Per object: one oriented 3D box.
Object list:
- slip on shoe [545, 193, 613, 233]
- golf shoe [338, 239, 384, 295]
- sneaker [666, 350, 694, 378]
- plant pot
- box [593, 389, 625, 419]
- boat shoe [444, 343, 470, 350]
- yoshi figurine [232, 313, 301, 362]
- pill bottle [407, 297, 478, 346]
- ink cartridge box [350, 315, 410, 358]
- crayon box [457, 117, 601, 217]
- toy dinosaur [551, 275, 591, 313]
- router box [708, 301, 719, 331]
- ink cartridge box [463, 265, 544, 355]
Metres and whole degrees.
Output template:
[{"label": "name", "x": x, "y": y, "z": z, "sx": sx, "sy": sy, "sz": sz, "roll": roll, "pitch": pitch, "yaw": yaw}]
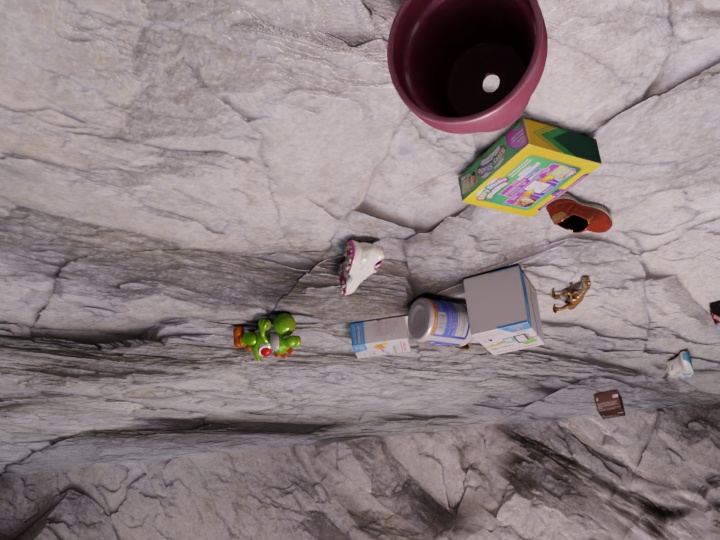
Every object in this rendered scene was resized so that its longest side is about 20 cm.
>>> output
[{"label": "slip on shoe", "x": 0.453, "y": -0.104, "z": 1.538, "sx": 0.196, "sy": 0.063, "sz": 0.073, "roll": 14, "pitch": 148, "yaw": -39}, {"label": "golf shoe", "x": 0.000, "y": 0.000, "z": 1.654, "sx": 0.089, "sy": 0.077, "sz": 0.201, "roll": -3, "pitch": 157, "yaw": -13}, {"label": "sneaker", "x": 1.125, "y": 0.339, "z": 2.631, "sx": 0.078, "sy": 0.079, "sz": 0.200, "roll": -10, "pitch": 153, "yaw": 15}, {"label": "plant pot", "x": 0.152, "y": -0.267, "z": 0.980, "sx": 0.195, "sy": 0.206, "sz": 0.178, "roll": -14, "pitch": 169, "yaw": 19}, {"label": "box", "x": 1.032, "y": 0.556, "z": 3.088, "sx": 0.098, "sy": 0.077, "sz": 0.200, "roll": -15, "pitch": 152, "yaw": 21}, {"label": "boat shoe", "x": 0.253, "y": 0.176, "z": 2.087, "sx": 0.075, "sy": 0.076, "sz": 0.197, "roll": -25, "pitch": 149, "yaw": 37}, {"label": "yoshi figurine", "x": -0.236, "y": 0.161, "z": 1.960, "sx": 0.195, "sy": 0.113, "sz": 0.114, "roll": -4, "pitch": 119, "yaw": 34}, {"label": "pill bottle", "x": 0.230, "y": 0.138, "z": 1.953, "sx": 0.195, "sy": 0.115, "sz": 0.112, "roll": 9, "pitch": 152, "yaw": -31}, {"label": "ink cartridge box", "x": 0.076, "y": 0.184, "z": 2.073, "sx": 0.194, "sy": 0.070, "sz": 0.116, "roll": -9, "pitch": 156, "yaw": 6}, {"label": "crayon box", "x": 0.300, "y": -0.179, "z": 1.343, "sx": 0.168, "sy": 0.060, "sz": 0.200, "roll": 9, "pitch": 151, "yaw": -27}, {"label": "toy dinosaur", "x": 0.554, "y": 0.082, "z": 1.966, "sx": 0.103, "sy": 0.062, "sz": 0.201, "roll": -5, "pitch": 156, "yaw": -4}, {"label": "router box", "x": 1.126, "y": 0.118, "z": 2.162, "sx": 0.196, "sy": 0.064, "sz": 0.149, "roll": -20, "pitch": 153, "yaw": 29}, {"label": "ink cartridge box", "x": 0.361, "y": 0.104, "z": 1.863, "sx": 0.143, "sy": 0.150, "sz": 0.200, "roll": -15, "pitch": 155, "yaw": 21}]
